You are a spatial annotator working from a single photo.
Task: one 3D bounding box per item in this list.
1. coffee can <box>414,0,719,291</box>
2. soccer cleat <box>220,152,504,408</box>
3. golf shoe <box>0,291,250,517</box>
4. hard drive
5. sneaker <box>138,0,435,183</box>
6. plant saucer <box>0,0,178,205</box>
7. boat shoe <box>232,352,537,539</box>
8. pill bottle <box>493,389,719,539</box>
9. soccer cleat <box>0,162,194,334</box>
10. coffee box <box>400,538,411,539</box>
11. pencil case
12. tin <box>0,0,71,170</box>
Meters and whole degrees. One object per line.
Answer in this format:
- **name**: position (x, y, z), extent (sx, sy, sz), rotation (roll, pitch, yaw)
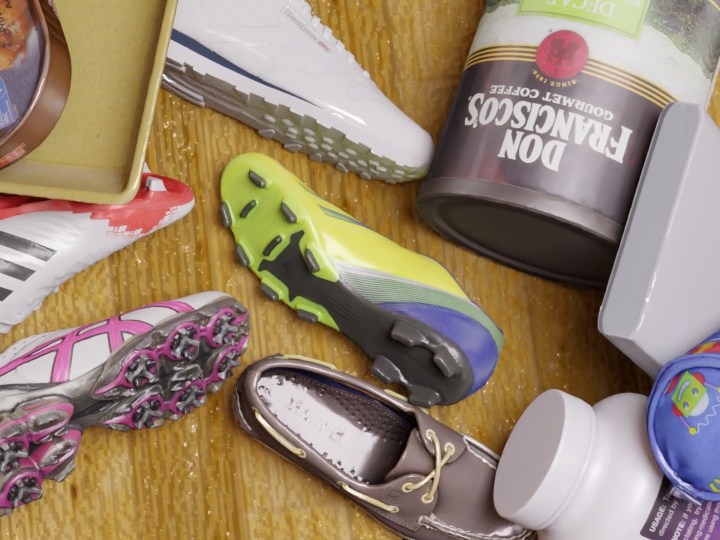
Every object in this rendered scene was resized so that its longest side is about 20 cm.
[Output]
- **coffee can**: position (0.131, -0.106, 0.981), extent (0.146, 0.146, 0.201), rotation (20, 78, -4)
- **soccer cleat**: position (0.000, 0.001, 0.998), extent (0.200, 0.065, 0.084), rotation (41, 38, 10)
- **golf shoe**: position (-0.156, 0.055, 0.953), extent (0.200, 0.073, 0.092), rotation (-27, 47, -27)
- **hard drive**: position (0.197, 0.006, 0.956), extent (0.026, 0.200, 0.132), rotation (11, 76, 33)
- **sneaker**: position (-0.038, -0.120, 1.000), extent (0.199, 0.076, 0.081), rotation (28, 73, -2)
- **plant saucer**: position (-0.189, -0.136, 0.966), extent (0.199, 0.048, 0.201), rotation (7, 78, 19)
- **boat shoe**: position (0.018, 0.108, 0.974), extent (0.199, 0.060, 0.072), rotation (29, 78, -2)
- **pill bottle**: position (0.179, 0.141, 0.948), extent (0.199, 0.112, 0.113), rotation (26, 78, -14)
- **soccer cleat**: position (-0.191, -0.010, 0.968), extent (0.199, 0.069, 0.086), rotation (-14, 115, -23)
- **coffee box**: position (-0.037, 0.242, 0.932), extent (0.199, 0.080, 0.115), rotation (-22, 88, -9)
- **pencil case**: position (0.226, 0.062, 0.914), extent (0.087, 0.078, 0.200), rotation (53, 35, 10)
- **tin**: position (-0.228, -0.146, 0.936), extent (0.112, 0.042, 0.201), rotation (-22, 71, 7)
